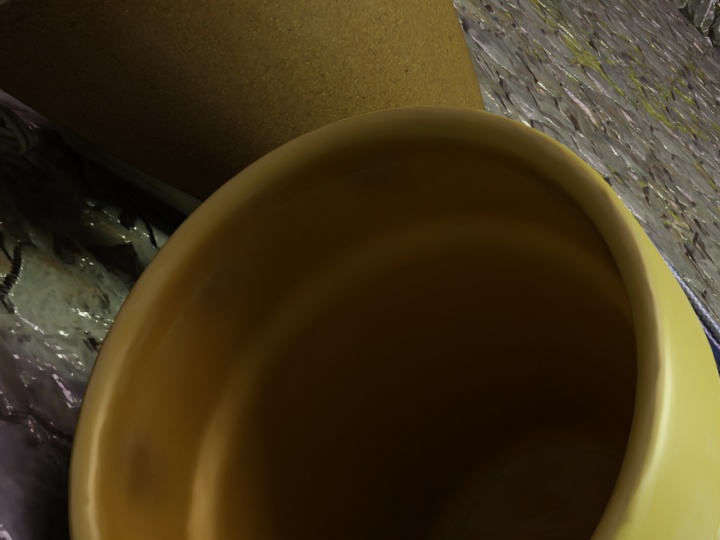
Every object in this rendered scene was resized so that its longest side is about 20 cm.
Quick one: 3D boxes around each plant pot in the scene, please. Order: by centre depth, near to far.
[{"bbox_3d":[0.038,0.078,0.511,0.189,0.200,0.202,42,15,-49],"label":"plant pot"},{"bbox_3d":[-0.041,-0.100,0.596,0.200,0.186,0.187,43,17,-34],"label":"plant pot"}]

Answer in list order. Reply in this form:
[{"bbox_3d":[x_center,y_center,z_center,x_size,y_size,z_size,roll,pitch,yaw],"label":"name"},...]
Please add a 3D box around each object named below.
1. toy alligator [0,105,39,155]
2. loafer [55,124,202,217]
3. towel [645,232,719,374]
[{"bbox_3d":[-0.206,-0.084,0.559,0.200,0.059,0.055,40,64,-31],"label":"toy alligator"},{"bbox_3d":[-0.046,-0.044,0.715,0.199,0.076,0.068,22,-4,-26],"label":"loafer"},{"bbox_3d":[0.196,0.072,0.910,0.145,0.024,0.200,55,-6,24],"label":"towel"}]
